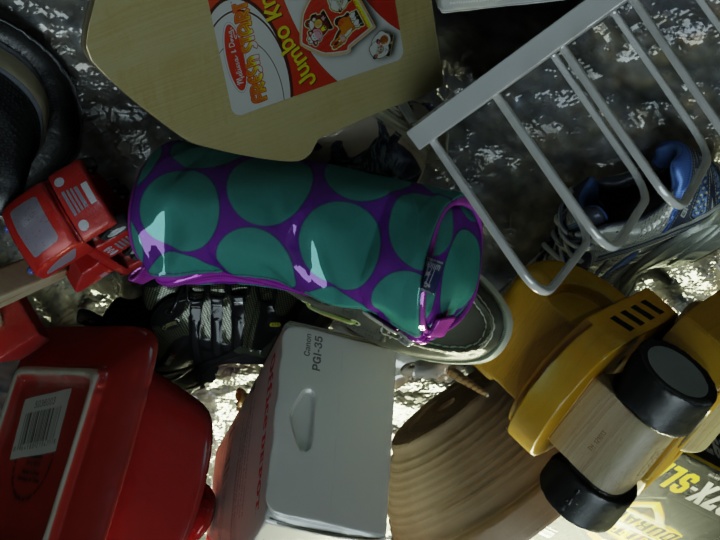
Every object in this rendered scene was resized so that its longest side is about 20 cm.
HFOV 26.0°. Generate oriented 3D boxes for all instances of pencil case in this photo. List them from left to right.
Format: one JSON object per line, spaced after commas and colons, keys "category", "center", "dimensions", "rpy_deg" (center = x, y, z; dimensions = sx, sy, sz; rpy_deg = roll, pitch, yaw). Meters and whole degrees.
{"category": "pencil case", "center": [-0.042, -0.110, 0.926], "dimensions": [0.200, 0.078, 0.089], "rpy_deg": [31, 137, -32]}
{"category": "pencil case", "center": [-0.034, -0.017, 0.912], "dimensions": [0.199, 0.093, 0.085], "rpy_deg": [12, 174, 20]}

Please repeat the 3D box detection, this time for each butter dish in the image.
{"category": "butter dish", "center": [-0.166, 0.149, 1.068], "dimensions": [0.147, 0.201, 0.200], "rpy_deg": [23, 164, -33]}

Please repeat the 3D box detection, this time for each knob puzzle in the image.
{"category": "knob puzzle", "center": [-0.059, -0.153, 0.840], "dimensions": [0.219, 0.030, 0.221], "rpy_deg": [-11, 115, -25]}

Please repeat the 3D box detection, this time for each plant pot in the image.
{"category": "plant pot", "center": [0.088, 0.136, 1.153], "dimensions": [0.200, 0.201, 0.093], "rpy_deg": [-33, 96, 27]}

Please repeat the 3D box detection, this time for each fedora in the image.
{"category": "fedora", "center": [-0.269, -0.070, 0.938], "dimensions": [0.199, 0.092, 0.201], "rpy_deg": [-2, 137, -2]}

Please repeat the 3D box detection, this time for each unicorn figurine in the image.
{"category": "unicorn figurine", "center": [-0.010, 0.084, 1.152], "dimensions": [0.137, 0.074, 0.200], "rpy_deg": [11, 151, -18]}

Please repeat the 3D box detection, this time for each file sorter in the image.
{"category": "file sorter", "center": [0.157, -0.098, 0.881], "dimensions": [0.200, 0.139, 0.125], "rpy_deg": [-35, 93, 28]}

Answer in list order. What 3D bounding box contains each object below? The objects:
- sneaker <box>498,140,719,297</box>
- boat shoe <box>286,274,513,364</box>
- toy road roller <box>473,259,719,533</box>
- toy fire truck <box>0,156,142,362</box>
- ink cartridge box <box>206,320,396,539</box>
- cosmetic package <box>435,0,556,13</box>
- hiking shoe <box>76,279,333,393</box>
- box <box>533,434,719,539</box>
{"category": "sneaker", "center": [0.154, -0.022, 1.043], "dimensions": [0.200, 0.077, 0.085], "rpy_deg": [-37, 134, 17]}
{"category": "boat shoe", "center": [-0.001, 0.003, 0.976], "dimensions": [0.201, 0.072, 0.060], "rpy_deg": [26, -175, 19]}
{"category": "toy road roller", "center": [0.164, 0.059, 1.008], "dimensions": [0.200, 0.146, 0.123], "rpy_deg": [-20, 148, -53]}
{"category": "toy fire truck", "center": [-0.202, -0.002, 0.993], "dimensions": [0.141, 0.049, 0.200], "rpy_deg": [-32, 172, -1]}
{"category": "ink cartridge box", "center": [-0.045, 0.150, 1.056], "dimensions": [0.082, 0.147, 0.200], "rpy_deg": [13, 145, -13]}
{"category": "cosmetic package", "center": [0.070, -0.241, 0.779], "dimensions": [0.090, 0.107, 0.201], "rpy_deg": [-7, 135, 3]}
{"category": "hiking shoe", "center": [-0.098, 0.020, 1.062], "dimensions": [0.199, 0.076, 0.101], "rpy_deg": [-29, 135, 25]}
{"category": "box", "center": [0.226, 0.183, 1.286], "dimensions": [0.199, 0.050, 0.160], "rpy_deg": [28, 126, -30]}
